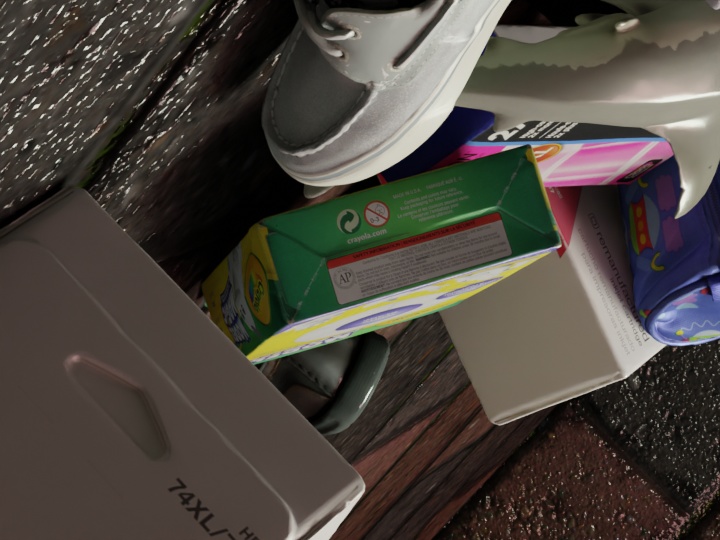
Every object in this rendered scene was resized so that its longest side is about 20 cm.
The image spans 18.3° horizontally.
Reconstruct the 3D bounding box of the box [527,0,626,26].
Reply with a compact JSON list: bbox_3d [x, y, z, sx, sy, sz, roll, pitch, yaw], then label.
[{"bbox_3d":[0.156,-0.179,0.960,0.141,0.079,0.200,-45,170,-15],"label":"box"}]

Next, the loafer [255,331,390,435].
[{"bbox_3d":[-0.047,0.056,1.162,0.072,0.063,0.200,-67,-166,-21],"label":"loafer"}]

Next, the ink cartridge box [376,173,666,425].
[{"bbox_3d":[0.111,-0.026,1.140,0.084,0.145,0.200,-23,-177,32],"label":"ink cartridge box"}]

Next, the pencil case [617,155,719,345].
[{"bbox_3d":[0.156,-0.064,1.071,0.078,0.200,0.087,-8,161,-6],"label":"pencil case"}]

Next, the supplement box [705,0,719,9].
[{"bbox_3d":[0.119,-0.178,0.714,0.061,0.109,0.200,-41,169,-18],"label":"supplement box"}]

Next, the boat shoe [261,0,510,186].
[{"bbox_3d":[0.013,-0.103,0.748,0.071,0.070,0.201,-2,144,-44],"label":"boat shoe"}]

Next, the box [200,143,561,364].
[{"bbox_3d":[0.000,0.000,0.942,0.117,0.048,0.200,-16,177,-12],"label":"box"}]

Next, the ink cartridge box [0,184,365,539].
[{"bbox_3d":[-0.123,0.105,0.770,0.146,0.147,0.200,-36,166,-38],"label":"ink cartridge box"}]

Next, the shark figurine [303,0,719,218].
[{"bbox_3d":[0.094,-0.060,0.827,0.214,0.128,0.090,-15,113,-21],"label":"shark figurine"}]

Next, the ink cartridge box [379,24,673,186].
[{"bbox_3d":[0.077,-0.069,0.951,0.200,0.037,0.095,-1,157,-41],"label":"ink cartridge box"}]
